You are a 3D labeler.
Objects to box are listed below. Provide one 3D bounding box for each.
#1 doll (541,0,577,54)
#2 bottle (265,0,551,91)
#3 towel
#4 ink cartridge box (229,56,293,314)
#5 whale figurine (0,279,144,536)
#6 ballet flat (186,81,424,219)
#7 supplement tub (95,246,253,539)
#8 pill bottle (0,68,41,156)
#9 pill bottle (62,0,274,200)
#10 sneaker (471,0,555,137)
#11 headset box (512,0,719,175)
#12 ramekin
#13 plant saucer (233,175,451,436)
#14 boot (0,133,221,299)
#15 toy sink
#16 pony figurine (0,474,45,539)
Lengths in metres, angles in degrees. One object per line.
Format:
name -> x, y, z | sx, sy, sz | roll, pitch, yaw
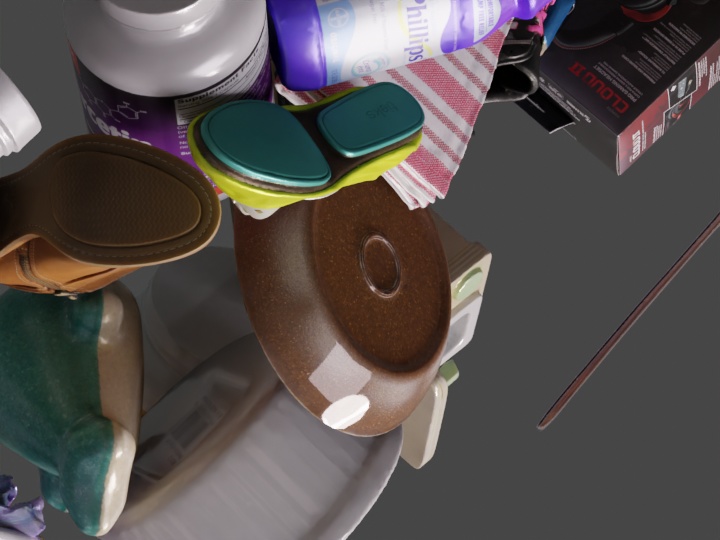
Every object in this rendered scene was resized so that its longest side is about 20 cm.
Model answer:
doll -> 0.108, -0.170, 1.845 | 0.200, 0.048, 0.136 | -43, -163, 16
bottle -> 0.042, -0.163, 1.492 | 0.200, 0.065, 0.084 | -15, 144, -8
towel -> 0.028, -0.156, 1.604 | 0.146, 0.030, 0.200 | 40, 59, -36
ink cartridge box -> -0.023, -0.041, 1.722 | 0.075, 0.165, 0.200 | -11, 168, 16
whale figurine -> -0.189, 0.081, 1.615 | 0.104, 0.200, 0.159 | 6, 119, -15
ballet flat -> -0.038, -0.061, 1.471 | 0.200, 0.067, 0.067 | -17, 157, -52
supplement tub -> -0.118, 0.094, 1.828 | 0.144, 0.144, 0.200 | -27, 153, -44
pill bottle -> -0.261, -0.034, 1.331 | 0.200, 0.104, 0.104 | -43, 161, -12
pill bottle -> -0.107, -0.124, 1.468 | 0.112, 0.112, 0.200 | -41, 160, -17
sneaker -> 0.101, -0.162, 1.752 | 0.200, 0.087, 0.074 | -43, 162, -14
headset box -> 0.194, -0.180, 1.941 | 0.200, 0.149, 0.075 | -43, 159, -11
ramekin -> -0.078, 0.128, 1.648 | 0.200, 0.098, 0.200 | -38, -163, 14
plant saucer -> 0.000, 0.000, 1.591 | 0.037, 0.201, 0.200 | -16, -179, 36
boot -> -0.149, -0.023, 1.505 | 0.155, 0.200, 0.074 | 35, 61, -66
toy sink -> 0.019, 0.020, 1.890 | 0.112, 0.200, 0.130 | -38, 158, -23
pony figurine -> -0.285, 0.152, 1.589 | 0.193, 0.167, 0.200 | -26, 154, 24
